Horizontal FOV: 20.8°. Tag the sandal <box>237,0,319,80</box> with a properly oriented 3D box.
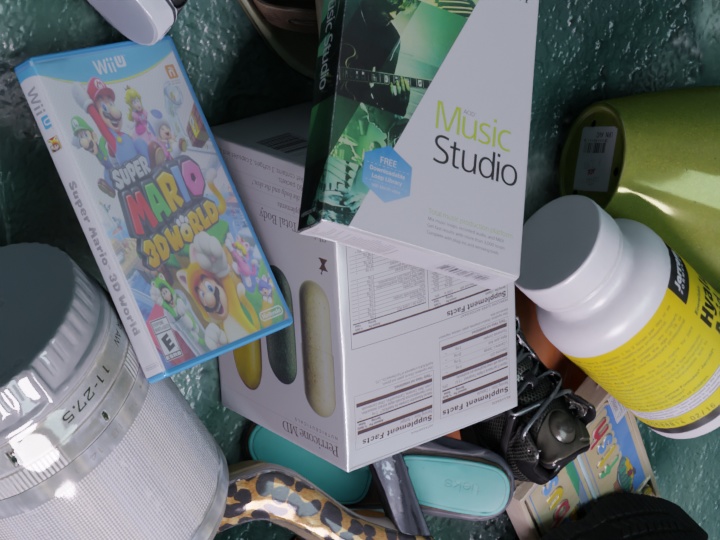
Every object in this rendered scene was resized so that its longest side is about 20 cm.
[{"bbox_3d":[-0.040,-0.186,1.279,0.201,0.057,0.080,40,78,-41],"label":"sandal"}]

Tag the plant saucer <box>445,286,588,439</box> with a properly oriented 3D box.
[{"bbox_3d":[0.113,0.067,1.508,0.199,0.037,0.201,-14,113,-36],"label":"plant saucer"}]

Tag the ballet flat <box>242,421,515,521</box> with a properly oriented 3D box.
[{"bbox_3d":[0.012,0.137,1.410,0.199,0.073,0.073,12,98,-5],"label":"ballet flat"}]

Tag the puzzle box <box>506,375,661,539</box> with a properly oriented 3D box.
[{"bbox_3d":[0.179,0.180,1.577,0.133,0.025,0.200,-48,144,-17],"label":"puzzle box"}]

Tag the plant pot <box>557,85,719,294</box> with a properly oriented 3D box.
[{"bbox_3d":[0.259,-0.067,1.513,0.199,0.187,0.188,10,98,-26],"label":"plant pot"}]

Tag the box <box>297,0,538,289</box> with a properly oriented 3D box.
[{"bbox_3d":[0.039,-0.102,1.206,0.144,0.036,0.201,15,68,-29],"label":"box"}]

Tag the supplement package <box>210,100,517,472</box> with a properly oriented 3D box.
[{"bbox_3d":[0.000,0.000,1.310,0.150,0.151,0.201,-18,115,-34],"label":"supplement package"}]

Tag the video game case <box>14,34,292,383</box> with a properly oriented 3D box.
[{"bbox_3d":[-0.122,-0.042,1.188,0.143,0.018,0.201,-21,87,-57],"label":"video game case"}]

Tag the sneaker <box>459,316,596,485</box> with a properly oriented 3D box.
[{"bbox_3d":[0.112,0.071,1.409,0.076,0.114,0.200,-32,120,-30],"label":"sneaker"}]

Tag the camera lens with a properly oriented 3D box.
[{"bbox_3d":[-0.184,0.104,1.183,0.160,0.160,0.200,-46,128,-20],"label":"camera lens"}]

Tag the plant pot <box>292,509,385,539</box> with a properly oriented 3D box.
[{"bbox_3d":[0.024,0.293,1.437,0.199,0.140,0.201,-15,113,-37],"label":"plant pot"}]

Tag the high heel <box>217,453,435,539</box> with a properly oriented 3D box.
[{"bbox_3d":[-0.047,0.196,1.343,0.199,0.071,0.143,-18,92,-8],"label":"high heel"}]

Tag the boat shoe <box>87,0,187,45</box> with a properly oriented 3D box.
[{"bbox_3d":[-0.161,-0.225,1.153,0.199,0.073,0.068,49,64,-32],"label":"boat shoe"}]

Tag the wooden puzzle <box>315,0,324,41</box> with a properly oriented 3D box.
[{"bbox_3d":[0.038,-0.219,1.291,0.199,0.046,0.186,-10,94,-50],"label":"wooden puzzle"}]

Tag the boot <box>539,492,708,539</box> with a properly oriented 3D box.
[{"bbox_3d":[0.183,0.260,1.568,0.199,0.077,0.139,-5,128,-43],"label":"boot"}]

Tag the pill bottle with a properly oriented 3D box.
[{"bbox_3d":[0.198,0.032,1.439,0.200,0.111,0.112,38,79,-36],"label":"pill bottle"}]
